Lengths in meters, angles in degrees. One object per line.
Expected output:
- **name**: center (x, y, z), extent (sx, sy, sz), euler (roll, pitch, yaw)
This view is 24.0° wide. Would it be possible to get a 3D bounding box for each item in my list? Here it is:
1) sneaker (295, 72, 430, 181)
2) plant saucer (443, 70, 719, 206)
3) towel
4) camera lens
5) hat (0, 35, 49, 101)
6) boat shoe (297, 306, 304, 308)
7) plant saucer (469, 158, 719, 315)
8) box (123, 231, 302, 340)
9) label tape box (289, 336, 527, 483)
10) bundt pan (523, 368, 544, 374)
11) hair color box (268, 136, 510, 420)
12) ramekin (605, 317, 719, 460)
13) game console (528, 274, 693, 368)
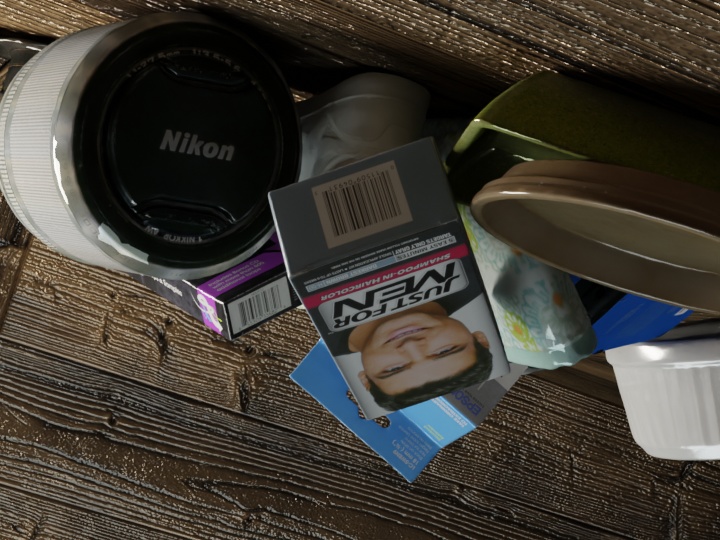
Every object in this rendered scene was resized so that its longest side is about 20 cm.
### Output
- **sneaker**: center (-0.026, -0.046, 1.091), extent (0.073, 0.116, 0.200), euler (16, 164, -20)
- **plant saucer**: center (0.148, -0.053, 0.951), extent (0.199, 0.048, 0.200), euler (18, 171, -3)
- **towel**: center (0.066, -0.020, 1.142), extent (0.172, 0.048, 0.200), euler (60, 160, -16)
- **camera lens**: center (-0.140, -0.079, 1.082), extent (0.159, 0.161, 0.200), euler (20, 175, -27)
- **hat**: center (-0.238, -0.126, 1.369), extent (0.199, 0.081, 0.201), euler (17, 175, 1)
- **boat shoe**: center (0.000, 0.000, 1.284), extent (0.199, 0.071, 0.063), euler (14, 134, 10)
- **plant saucer**: center (0.156, -0.017, 0.908), extent (0.199, 0.030, 0.200), euler (17, 172, 3)
- **box**: center (-0.091, -0.025, 1.209), extent (0.143, 0.036, 0.200), euler (-27, -148, -29)
- **label tape box**: center (0.060, 0.058, 1.407), extent (0.144, 0.200, 0.063), euler (41, 173, -6)
- **bundt pan**: center (0.106, 0.036, 1.557), extent (0.201, 0.076, 0.202), euler (14, -163, -4)
- **hair color box**: center (0.022, 0.011, 1.002), extent (0.098, 0.061, 0.200), euler (-18, 150, 4)
- **ramekin**: center (0.298, 0.089, 1.334), extent (0.201, 0.095, 0.202), euler (-7, -179, 0)
- **game console**: center (0.160, -0.019, 1.188), extent (0.170, 0.119, 0.200), euler (-12, 163, -19)
